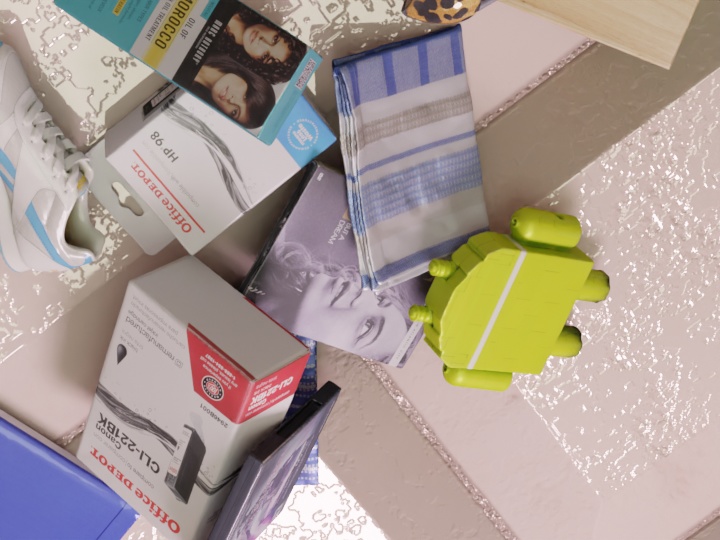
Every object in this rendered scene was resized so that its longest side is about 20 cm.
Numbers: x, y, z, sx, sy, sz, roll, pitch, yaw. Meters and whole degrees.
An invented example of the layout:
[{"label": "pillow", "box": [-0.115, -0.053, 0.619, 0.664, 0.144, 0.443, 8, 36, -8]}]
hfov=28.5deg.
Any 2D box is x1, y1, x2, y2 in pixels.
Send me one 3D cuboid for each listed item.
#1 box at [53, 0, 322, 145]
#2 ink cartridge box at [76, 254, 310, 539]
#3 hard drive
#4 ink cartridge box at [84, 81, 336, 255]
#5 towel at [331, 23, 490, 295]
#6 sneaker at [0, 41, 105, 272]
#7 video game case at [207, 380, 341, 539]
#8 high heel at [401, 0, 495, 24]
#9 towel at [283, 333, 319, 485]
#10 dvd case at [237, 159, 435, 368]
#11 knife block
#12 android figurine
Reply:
[{"label": "box", "box": [-0.134, -0.186, 1.104, 0.199, 0.049, 0.083, 33, 93, 8]}, {"label": "ink cartridge box", "box": [-0.146, 0.115, 1.200, 0.144, 0.083, 0.202, 36, 124, 21]}, {"label": "hard drive", "box": [-0.317, 0.212, 1.298, 0.199, 0.025, 0.132, 37, 102, -22]}, {"label": "ink cartridge box", "box": [-0.133, -0.098, 1.183, 0.199, 0.067, 0.116, -38, 114, 6]}, {"label": "towel", "box": [0.047, -0.095, 1.203, 0.146, 0.024, 0.203, -21, 111, -33]}, {"label": "sneaker", "box": [-0.262, -0.092, 1.149, 0.080, 0.077, 0.202, -1, 123, 13]}, {"label": "video game case", "box": [-0.081, 0.186, 1.225, 0.019, 0.200, 0.144, 29, 109, 9]}, {"label": "high heel", "box": [0.065, -0.291, 1.058, 0.141, 0.072, 0.202, -25, 108, 5]}, {"label": "towel", "box": [-0.108, 0.115, 1.299, 0.143, 0.024, 0.203, -4, 113, -8]}, {"label": "dvd case", "box": [0.000, 0.000, 1.242, 0.198, 0.016, 0.150, 20, 108, -38]}, {"label": "knife block", "box": [0.145, -0.236, 1.126, 0.174, 0.200, 0.065, 3, 116, -44]}, {"label": "android figurine", "box": [0.131, 0.029, 1.268, 0.198, 0.041, 0.184, 6, 116, -34]}]
